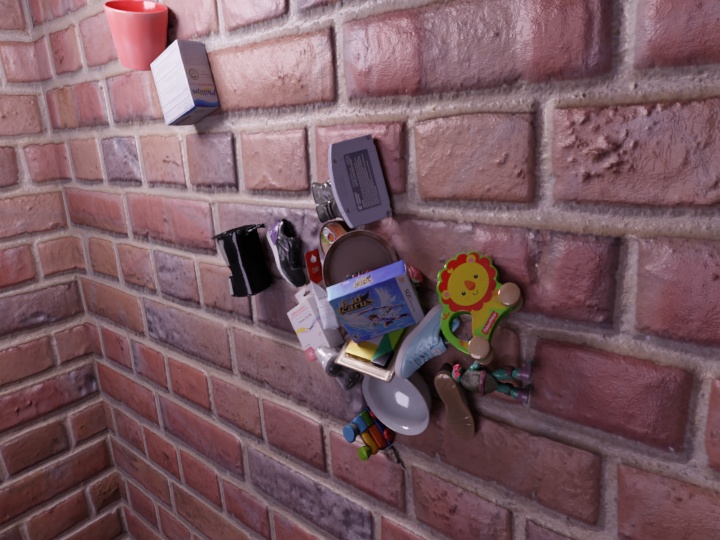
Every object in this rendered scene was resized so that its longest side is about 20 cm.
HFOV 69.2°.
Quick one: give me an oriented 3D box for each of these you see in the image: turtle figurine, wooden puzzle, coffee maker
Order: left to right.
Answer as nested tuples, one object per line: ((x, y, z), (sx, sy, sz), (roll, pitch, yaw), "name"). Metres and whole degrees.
((-0.353, -0.028, 1.611), (0.189, 0.132, 0.207), (4, 114, 55), "coffee maker")
((0.041, 0.173, 1.315), (0.196, 0.188, 0.038), (8, 146, 41), "wooden puzzle")
((0.276, 0.229, 1.154), (0.193, 0.102, 0.152), (10, 141, 22), "turtle figurine")

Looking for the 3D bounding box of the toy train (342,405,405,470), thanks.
((0.039, 0.491, 1.446), (0.203, 0.114, 0.085), (55, 131, 14), "toy train")

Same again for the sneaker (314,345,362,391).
((-0.061, 0.261, 1.450), (0.099, 0.078, 0.201), (39, 169, 41), "sneaker")

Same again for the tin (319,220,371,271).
((-0.036, -0.046, 1.402), (0.201, 0.041, 0.113), (50, 126, 18), "tin")

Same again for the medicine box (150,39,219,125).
((-0.558, -0.589, 1.655), (0.178, 0.101, 0.207), (-10, 97, 42), "medicine box")

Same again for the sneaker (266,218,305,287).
((-0.206, -0.053, 1.529), (0.087, 0.075, 0.205), (-33, 81, 36), "sneaker")

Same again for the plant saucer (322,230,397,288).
((0.000, 0.000, 1.325), (0.192, 0.032, 0.208), (0, 100, -1), "plant saucer")

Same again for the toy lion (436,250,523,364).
((0.238, 0.068, 1.124), (0.189, 0.068, 0.204), (30, 86, 32), "toy lion")

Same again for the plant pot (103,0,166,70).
((-0.720, -0.766, 1.701), (0.198, 0.198, 0.182), (31, 132, 29), "plant pot")

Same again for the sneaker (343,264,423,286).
((0.058, 0.036, 1.282), (0.192, 0.081, 0.077), (-8, 111, 9), "sneaker")

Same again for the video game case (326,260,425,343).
((0.041, 0.081, 1.240), (0.194, 0.046, 0.183), (-19, 134, 11), "video game case")

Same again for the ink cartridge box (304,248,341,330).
((-0.088, 0.042, 1.396), (0.046, 0.160, 0.207), (-13, 95, 9), "ink cartridge box")

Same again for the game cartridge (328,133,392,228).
((-0.007, -0.215, 1.264), (0.041, 0.129, 0.207), (-178, 72, -77), "game cartridge")

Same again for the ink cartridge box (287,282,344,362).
((-0.143, 0.150, 1.535), (0.116, 0.067, 0.205), (-34, 80, 42), "ink cartridge box")

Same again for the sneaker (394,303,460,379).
((0.156, 0.174, 1.207), (0.203, 0.073, 0.081), (-56, 38, -2), "sneaker")

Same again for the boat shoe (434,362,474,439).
((0.234, 0.314, 1.255), (0.070, 0.065, 0.205), (-12, 113, 33), "boat shoe")

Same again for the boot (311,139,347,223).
((-0.073, -0.225, 1.341), (0.126, 0.067, 0.208), (0, 105, 26), "boot")

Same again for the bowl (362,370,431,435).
((0.108, 0.310, 1.334), (0.196, 0.090, 0.207), (21, 128, 28), "bowl")
